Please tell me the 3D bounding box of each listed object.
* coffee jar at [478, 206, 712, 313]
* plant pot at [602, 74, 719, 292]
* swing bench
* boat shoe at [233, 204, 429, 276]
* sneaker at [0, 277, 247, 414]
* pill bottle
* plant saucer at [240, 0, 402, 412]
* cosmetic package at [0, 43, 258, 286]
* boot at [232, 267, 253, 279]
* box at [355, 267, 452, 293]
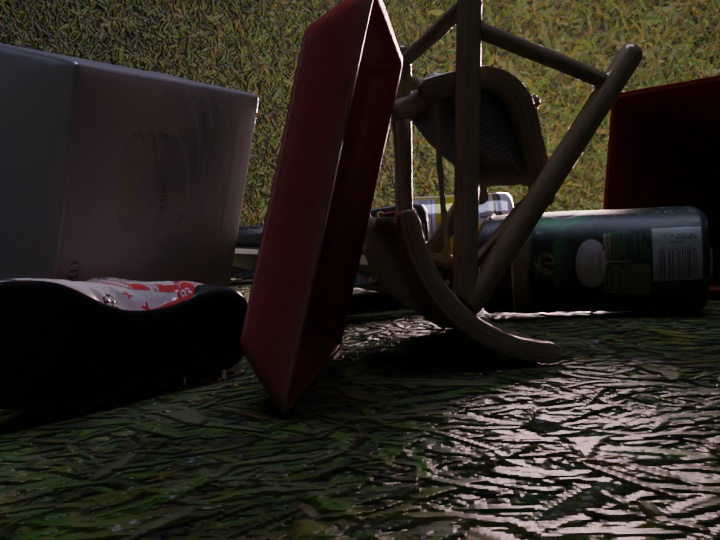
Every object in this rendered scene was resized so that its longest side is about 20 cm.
[{"bbox_3d":[0.193,-0.008,0.727,0.195,0.088,0.104,-1,7,14],"label":"coffee jar"},{"bbox_3d":[0.379,-0.073,0.852,0.173,0.206,0.198,8,-4,-39],"label":"plant pot"},{"bbox_3d":[0.072,-0.058,0.581,0.127,0.205,0.199,17,0,-9],"label":"swing bench"},{"bbox_3d":[-0.035,-0.029,0.755,0.196,0.065,0.074,-1,-10,0],"label":"boat shoe"},{"bbox_3d":[-0.167,0.038,0.480,0.106,0.069,0.199,-1,0,39],"label":"sneaker"},{"bbox_3d":[0.101,-0.040,1.098,0.195,0.116,0.112,-2,4,6],"label":"pill bottle"},{"bbox_3d":[-0.019,-0.041,0.485,0.036,0.205,0.200,13,5,6],"label":"plant saucer"},{"bbox_3d":[-0.191,-0.050,0.631,0.121,0.204,0.199,16,12,27],"label":"cosmetic package"},{"bbox_3d":[-0.140,-0.019,1.379,0.195,0.072,0.131,0,-3,-17],"label":"boot"},{"bbox_3d":[0.000,0.000,0.919,0.133,0.039,0.199,10,-2,-20],"label":"box"}]
